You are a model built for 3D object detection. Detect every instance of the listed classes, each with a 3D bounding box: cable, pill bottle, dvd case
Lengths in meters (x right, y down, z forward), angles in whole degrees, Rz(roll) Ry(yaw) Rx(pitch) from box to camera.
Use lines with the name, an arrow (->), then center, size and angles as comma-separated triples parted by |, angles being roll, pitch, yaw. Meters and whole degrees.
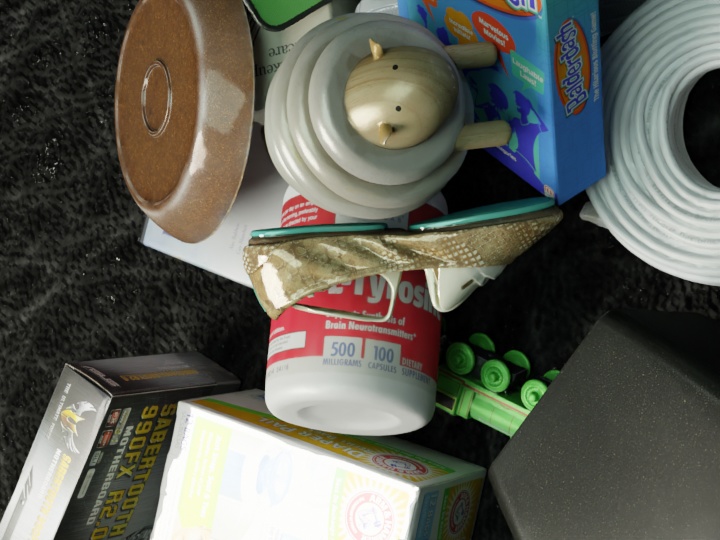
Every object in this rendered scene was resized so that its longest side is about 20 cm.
cable -> 0.231, -0.090, 1.346 | 0.199, 0.069, 0.201 | 26, 104, 26
pill bottle -> 0.000, 0.000, 1.419 | 0.112, 0.112, 0.201 | -5, 71, 29
dvd case -> -0.062, -0.056, 1.544 | 0.199, 0.018, 0.143 | 21, 103, 28

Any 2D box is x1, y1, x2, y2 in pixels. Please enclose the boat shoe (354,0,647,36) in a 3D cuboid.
boat shoe -> 0.092, -0.192, 1.422 | 0.199, 0.074, 0.067 | -3, 51, 15

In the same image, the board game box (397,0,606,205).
board game box -> 0.082, -0.157, 1.312 | 0.152, 0.045, 0.201 | 40, 152, 38

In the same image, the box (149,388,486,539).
box -> -0.029, 0.164, 1.485 | 0.199, 0.101, 0.113 | 18, 101, 28

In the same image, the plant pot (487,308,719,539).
plant pot -> 0.202, 0.130, 1.309 | 0.177, 0.200, 0.200 | 46, 112, 28

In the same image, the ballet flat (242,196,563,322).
ballet flat -> 0.028, -0.003, 1.333 | 0.199, 0.071, 0.066 | -6, 94, 6

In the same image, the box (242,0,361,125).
box -> -0.042, -0.202, 1.480 | 0.082, 0.068, 0.201 | -12, 77, 24

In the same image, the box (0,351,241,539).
box -> -0.182, 0.158, 1.539 | 0.048, 0.158, 0.201 | 32, 106, 27

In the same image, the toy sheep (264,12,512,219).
toy sheep -> 0.007, -0.093, 1.305 | 0.200, 0.137, 0.139 | 150, 106, -68

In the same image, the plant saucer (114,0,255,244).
plant saucer -> -0.129, -0.119, 1.504 | 0.200, 0.034, 0.201 | 1, 91, 62

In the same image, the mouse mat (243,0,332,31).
mouse mat -> -0.019, -0.271, 1.424 | 0.200, 0.008, 0.161 | -32, 100, -14

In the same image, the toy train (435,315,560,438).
toy train -> 0.078, 0.075, 1.458 | 0.199, 0.042, 0.057 | 27, 114, 26
